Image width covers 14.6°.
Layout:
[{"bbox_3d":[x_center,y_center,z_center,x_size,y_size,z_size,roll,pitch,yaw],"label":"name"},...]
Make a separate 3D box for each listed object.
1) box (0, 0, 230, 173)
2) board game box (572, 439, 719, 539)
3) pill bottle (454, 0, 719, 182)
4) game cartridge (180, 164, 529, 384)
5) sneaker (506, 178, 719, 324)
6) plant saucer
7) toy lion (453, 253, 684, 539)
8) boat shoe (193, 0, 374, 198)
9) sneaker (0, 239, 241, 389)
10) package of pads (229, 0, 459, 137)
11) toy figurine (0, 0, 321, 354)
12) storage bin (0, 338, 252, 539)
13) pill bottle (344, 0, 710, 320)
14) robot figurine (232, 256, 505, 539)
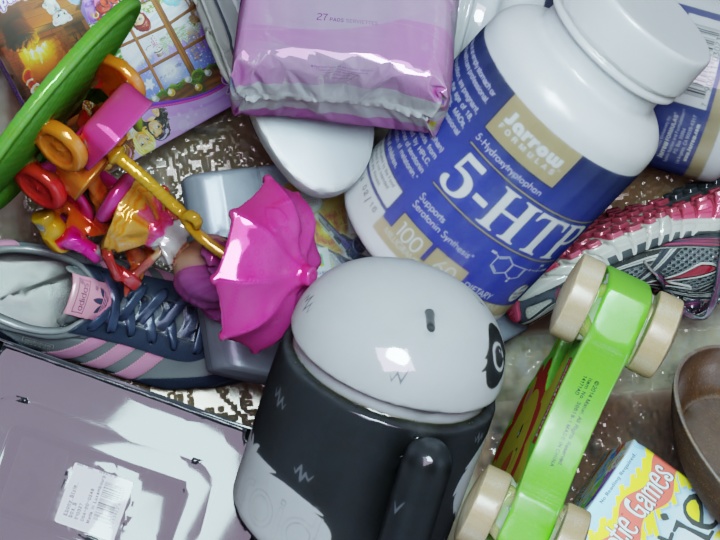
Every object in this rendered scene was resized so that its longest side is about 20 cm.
[{"bbox_3d":[-0.118,-0.154,1.669,0.199,0.039,0.137,-30,105,-7],"label":"box"},{"bbox_3d":[0.202,0.200,1.627,0.200,0.103,0.105,36,81,2],"label":"board game box"},{"bbox_3d":[0.130,-0.130,1.665,0.199,0.111,0.112,16,81,-1],"label":"pill bottle"},{"bbox_3d":[0.000,0.000,1.654,0.199,0.042,0.134,-7,78,-20],"label":"game cartridge"},{"bbox_3d":[0.178,-0.003,1.658,0.199,0.081,0.075,-16,99,-14],"label":"sneaker"},{"bbox_3d":[0.254,0.124,1.618,0.200,0.200,0.035,38,118,2],"label":"plant saucer"},{"bbox_3d":[0.105,0.092,1.589,0.068,0.192,0.201,24,91,-1],"label":"toy lion"},{"bbox_3d":[-0.053,-0.128,1.601,0.072,0.066,0.201,-24,78,-17],"label":"boat shoe"},{"bbox_3d":[-0.143,0.027,1.641,0.199,0.082,0.071,9,83,-5],"label":"sneaker"},{"bbox_3d":[-0.002,-0.174,1.543,0.120,0.076,0.201,7,65,0],"label":"package of pads"},{"bbox_3d":[-0.110,-0.024,1.559,0.184,0.200,0.150,40,61,-1],"label":"toy figurine"},{"bbox_3d":[-0.156,0.133,1.621,0.199,0.094,0.136,19,81,0],"label":"storage bin"},{"bbox_3d":[0.095,-0.077,1.566,0.120,0.120,0.200,44,114,3],"label":"pill bottle"},{"bbox_3d":[0.005,0.090,1.518,0.150,0.125,0.201,31,117,25],"label":"robot figurine"}]
